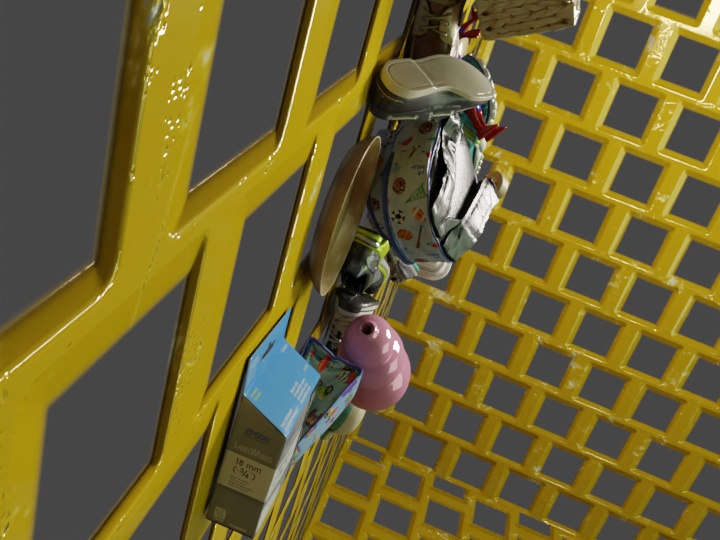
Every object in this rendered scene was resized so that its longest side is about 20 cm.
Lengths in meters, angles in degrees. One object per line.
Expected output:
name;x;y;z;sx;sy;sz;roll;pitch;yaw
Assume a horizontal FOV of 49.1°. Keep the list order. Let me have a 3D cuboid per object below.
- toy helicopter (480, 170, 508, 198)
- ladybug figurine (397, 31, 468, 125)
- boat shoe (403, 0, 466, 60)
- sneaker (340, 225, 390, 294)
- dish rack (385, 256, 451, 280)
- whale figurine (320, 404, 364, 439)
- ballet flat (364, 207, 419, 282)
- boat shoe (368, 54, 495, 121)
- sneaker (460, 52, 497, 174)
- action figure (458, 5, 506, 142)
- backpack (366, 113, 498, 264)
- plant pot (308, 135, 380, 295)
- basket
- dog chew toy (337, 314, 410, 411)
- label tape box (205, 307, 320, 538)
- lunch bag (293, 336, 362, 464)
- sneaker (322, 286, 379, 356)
toy helicopter;0.156;-0.112;1.299;0.198;0.078;0.135;-27;-132;33
ladybug figurine;0.107;-0.282;1.219;0.136;0.070;0.204;-54;163;-68
boat shoe;0.098;-0.329;1.015;0.074;0.074;0.205;24;78;-79
sneaker;0.000;0.000;1.274;0.082;0.073;0.201;-58;165;-16
dish rack;0.111;-0.096;1.471;0.044;0.168;0.204;68;43;-67
whale figurine;-0.056;0.233;1.478;0.199;0.102;0.162;-17;-132;66
ballet flat;0.040;-0.045;1.324;0.073;0.071;0.202;-65;144;-30
boat shoe;0.088;-0.220;0.976;0.197;0.073;0.063;-11;151;-42
sneaker;0.148;-0.216;1.166;0.078;0.078;0.204;45;-42;47
action figure;0.155;-0.290;1.078;0.098;0.203;0.065;-34;171;22
backpack;0.088;-0.109;1.083;0.201;0.151;0.194;55;35;-40
plant pot;-0.022;-0.069;0.955;0.200;0.027;0.204;21;89;-84
basket;0.214;-0.380;1.012;0.201;0.132;0.126;-58;140;-60
dog chew toy;0.017;0.138;1.234;0.201;0.122;0.127;81;29;-59
label tape box;-0.097;0.165;0.872;0.144;0.062;0.204;-58;167;-68
lunch bag;-0.087;0.218;1.115;0.202;0.093;0.151;-58;174;-19
sneaker;-0.020;0.093;1.308;0.200;0.074;0.118;10;99;-87
